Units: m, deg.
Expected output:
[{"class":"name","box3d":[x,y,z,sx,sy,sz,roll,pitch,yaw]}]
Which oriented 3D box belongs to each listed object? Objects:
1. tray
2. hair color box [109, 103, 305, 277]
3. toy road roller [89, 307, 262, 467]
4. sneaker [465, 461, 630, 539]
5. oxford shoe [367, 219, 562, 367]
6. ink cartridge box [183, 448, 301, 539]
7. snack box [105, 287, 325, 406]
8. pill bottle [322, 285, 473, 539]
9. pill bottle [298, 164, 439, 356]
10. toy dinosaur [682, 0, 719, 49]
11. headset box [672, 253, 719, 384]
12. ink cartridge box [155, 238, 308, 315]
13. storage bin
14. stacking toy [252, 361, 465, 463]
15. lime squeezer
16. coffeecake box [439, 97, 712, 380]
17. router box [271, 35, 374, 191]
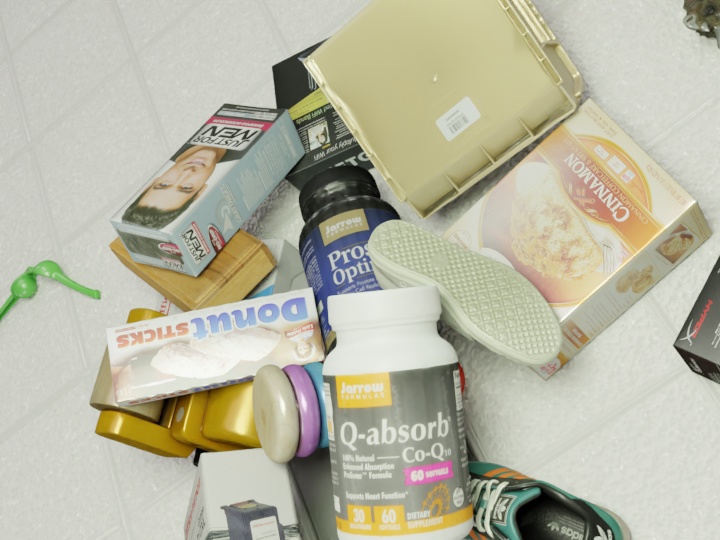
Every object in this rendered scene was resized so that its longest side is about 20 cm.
[{"class":"tray","box3d":[-0.183,-0.018,1.100,0.099,0.037,0.199,-45,42,-15]},{"class":"hair color box","box3d":[-0.156,-0.090,1.084,0.098,0.061,0.201,11,50,37]},{"class":"toy road roller","box3d":[-0.147,0.120,1.008,0.145,0.198,0.125,-12,59,52]},{"class":"sneaker","box3d":[0.124,0.199,0.871,0.197,0.080,0.073,8,74,35]},{"class":"oxford shoe","box3d":[0.090,0.024,0.905,0.198,0.058,0.075,31,58,25]},{"class":"ink cartridge box","box3d":[-0.102,0.281,0.916,0.146,0.083,0.202,111,153,-46]},{"class":"snack box","box3d":[-0.134,0.071,0.965,0.196,0.024,0.073,-11,73,-5]},{"class":"pill bottle","box3d":[0.028,0.118,0.846,0.115,0.116,0.204,-7,88,29]},{"class":"pill bottle","box3d":[0.000,0.000,1.024,0.111,0.112,0.203,-29,56,17]},{"class":"toy dinosaur","box3d":[0.345,-0.296,0.982,0.101,0.077,0.202,28,79,25]},{"class":"headset box","box3d":[0.368,0.043,0.795,0.198,0.077,0.151,25,83,37]},{"class":"ink cartridge box","box3d":[-0.157,0.034,1.134,0.197,0.067,0.118,-2,67,32]},{"class":"storage bin","box3d":[0.083,-0.189,0.996,0.199,0.094,0.200,-35,93,25]},{"class":"stacking toy","box3d":[0.005,0.116,0.940,0.085,0.196,0.087,173,90,-67]},{"class":"lime squeezer","box3d":[-0.413,0.029,1.325,0.197,0.038,0.072,-19,90,23]},{"class":"coffeecake box","box3d":[0.188,-0.028,0.943,0.200,0.073,0.154,-43,54,9]},{"class":"router box","box3d":[0.001,-0.194,1.150,0.197,0.052,0.160,-21,59,22]}]
